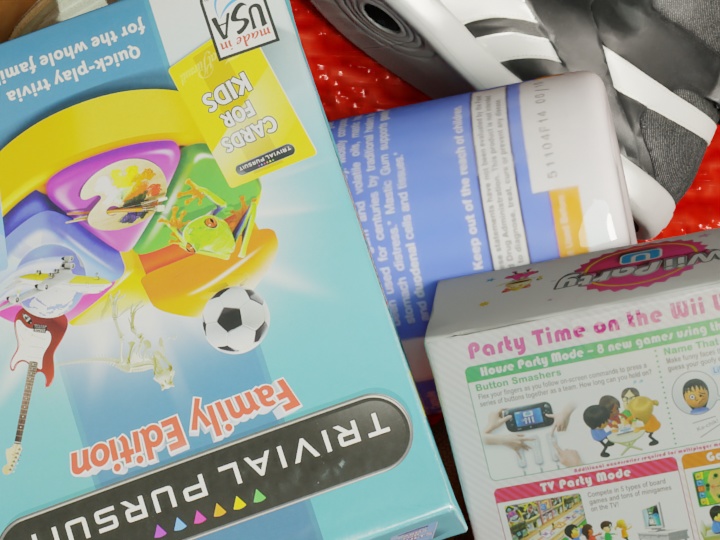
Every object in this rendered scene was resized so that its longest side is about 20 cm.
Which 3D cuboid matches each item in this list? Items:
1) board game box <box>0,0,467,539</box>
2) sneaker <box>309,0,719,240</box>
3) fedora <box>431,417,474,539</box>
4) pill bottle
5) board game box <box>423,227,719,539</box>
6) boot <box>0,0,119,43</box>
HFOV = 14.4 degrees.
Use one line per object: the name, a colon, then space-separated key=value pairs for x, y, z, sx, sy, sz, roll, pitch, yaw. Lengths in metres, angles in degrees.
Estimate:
board game box: x=-0.068 y=0.013 z=0.943 sx=0.150 sy=0.047 sz=0.201 roll=-20 pitch=74 yaw=2
sneaker: x=0.064 y=-0.113 z=1.101 sx=0.200 sy=0.073 sz=0.112 roll=39 pitch=76 yaw=-20
fedora: x=0.068 y=0.144 z=1.078 sx=0.199 sy=0.082 sz=0.202 roll=2 pitch=85 yaw=-23
pill bottle: x=0.000 y=0.000 z=1.034 sx=0.198 sy=0.112 sz=0.113 roll=-10 pitch=91 yaw=7
board game box: x=0.115 y=0.092 z=0.960 sx=0.146 sy=0.064 sz=0.201 roll=-10 pitch=107 yaw=10
boot: x=-0.180 y=-0.090 z=1.028 sx=0.199 sy=0.077 sz=0.156 roll=-33 pitch=90 yaw=-3
